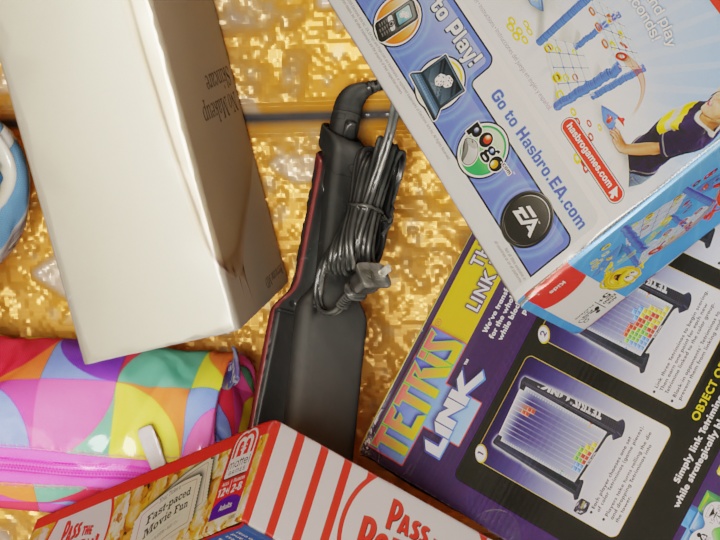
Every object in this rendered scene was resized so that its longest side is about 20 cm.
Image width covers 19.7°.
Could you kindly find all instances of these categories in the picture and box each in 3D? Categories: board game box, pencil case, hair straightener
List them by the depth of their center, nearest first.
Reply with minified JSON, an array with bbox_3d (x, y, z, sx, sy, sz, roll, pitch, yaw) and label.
[{"bbox_3d":[0.100,-0.113,0.805,0.196,0.056,0.200,-39,59,16],"label":"board game box"},{"bbox_3d":[0.115,0.026,0.821,0.165,0.057,0.200,29,91,36],"label":"board game box"},{"bbox_3d":[-0.035,0.135,0.854,0.151,0.046,0.200,32,148,-24],"label":"board game box"},{"bbox_3d":[0.000,0.000,0.867,0.041,0.077,0.200,22,75,-28],"label":"hair straightener"},{"bbox_3d":[-0.140,0.069,0.924,0.200,0.088,0.089,3,102,12],"label":"pencil case"}]

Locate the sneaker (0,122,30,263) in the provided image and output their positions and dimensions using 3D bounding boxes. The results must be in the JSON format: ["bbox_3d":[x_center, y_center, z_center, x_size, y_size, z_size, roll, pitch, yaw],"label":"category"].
[{"bbox_3d":[-0.201,0.015,0.877,0.072,0.073,0.200,12,59,15],"label":"sneaker"}]

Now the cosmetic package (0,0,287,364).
[{"bbox_3d":[-0.098,-0.072,0.878,0.073,0.104,0.200,-13,100,13],"label":"cosmetic package"}]
